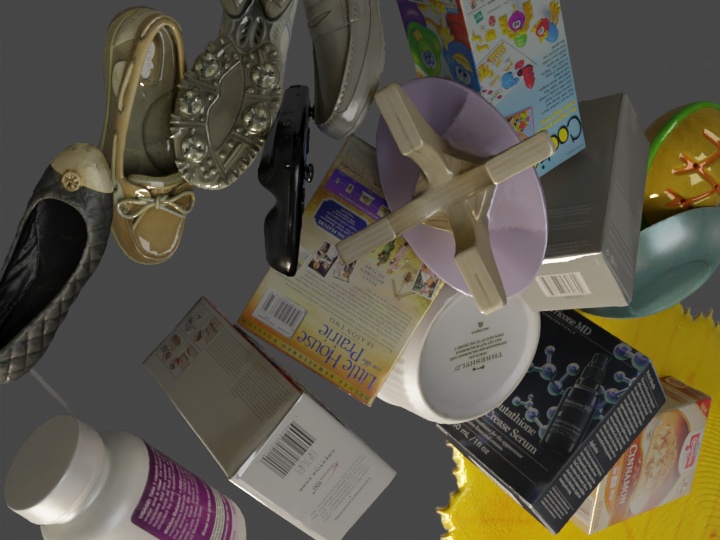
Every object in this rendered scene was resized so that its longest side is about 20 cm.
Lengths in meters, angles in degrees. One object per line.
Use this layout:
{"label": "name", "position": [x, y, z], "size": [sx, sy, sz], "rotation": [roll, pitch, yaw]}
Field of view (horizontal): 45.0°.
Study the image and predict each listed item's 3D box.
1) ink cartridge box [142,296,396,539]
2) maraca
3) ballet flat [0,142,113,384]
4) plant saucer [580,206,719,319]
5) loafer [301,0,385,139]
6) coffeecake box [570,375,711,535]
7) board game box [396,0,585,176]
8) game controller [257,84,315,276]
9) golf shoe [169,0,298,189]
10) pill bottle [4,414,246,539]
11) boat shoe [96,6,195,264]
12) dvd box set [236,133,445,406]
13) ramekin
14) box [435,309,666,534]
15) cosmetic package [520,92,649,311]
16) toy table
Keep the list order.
{"label": "ink cartridge box", "position": [-0.070, 0.134, 0.740], "size": [0.084, 0.200, 0.176], "rotation": [-48, 128, -7]}
{"label": "maraca", "position": [0.357, -0.095, 0.986], "size": [0.136, 0.107, 0.202], "rotation": [-6, 121, -30]}
{"label": "ballet flat", "position": [-0.239, -0.001, 0.651], "size": [0.066, 0.057, 0.201], "rotation": [26, 97, 3]}
{"label": "plant saucer", "position": [0.348, 0.007, 1.004], "size": [0.199, 0.039, 0.202], "rotation": [-17, 150, -11]}
{"label": "loafer", "position": [-0.019, -0.203, 0.682], "size": [0.069, 0.070, 0.202], "rotation": [14, 72, -33]}
{"label": "coffeecake box", "position": [0.361, 0.241, 1.155], "size": [0.198, 0.073, 0.155], "rotation": [-10, 114, -31]}
{"label": "board game box", "position": [0.118, -0.187, 0.787], "size": [0.104, 0.103, 0.201], "rotation": [-32, 124, -18]}
{"label": "game controller", "position": [-0.052, -0.075, 0.676], "size": [0.042, 0.200, 0.105], "rotation": [-4, 115, 1]}
{"label": "golf shoe", "position": [-0.083, -0.155, 0.661], "size": [0.078, 0.097, 0.202], "rotation": [17, 89, 4]}
{"label": "pill bottle", "position": [-0.198, 0.207, 0.743], "size": [0.112, 0.112, 0.200], "rotation": [-48, 128, -7]}
{"label": "boat shoe", "position": [-0.160, -0.095, 0.668], "size": [0.073, 0.063, 0.203], "rotation": [-5, 113, -32]}
{"label": "dvd box set", "position": [0.000, 0.000, 0.789], "size": [0.146, 0.029, 0.201], "rotation": [31, 92, -2]}
{"label": "ramekin", "position": [0.095, 0.062, 0.886], "size": [0.201, 0.094, 0.204], "rotation": [-14, 117, -29]}
{"label": "box", "position": [0.212, 0.156, 0.961], "size": [0.200, 0.148, 0.107], "rotation": [-48, 139, -7]}
{"label": "cosmetic package", "position": [0.213, -0.068, 0.848], "size": [0.090, 0.106, 0.201], "rotation": [49, 49, -37]}
{"label": "toy table", "position": [0.075, -0.060, 0.697], "size": [0.183, 0.117, 0.200], "rotation": [-39, 89, 20]}
